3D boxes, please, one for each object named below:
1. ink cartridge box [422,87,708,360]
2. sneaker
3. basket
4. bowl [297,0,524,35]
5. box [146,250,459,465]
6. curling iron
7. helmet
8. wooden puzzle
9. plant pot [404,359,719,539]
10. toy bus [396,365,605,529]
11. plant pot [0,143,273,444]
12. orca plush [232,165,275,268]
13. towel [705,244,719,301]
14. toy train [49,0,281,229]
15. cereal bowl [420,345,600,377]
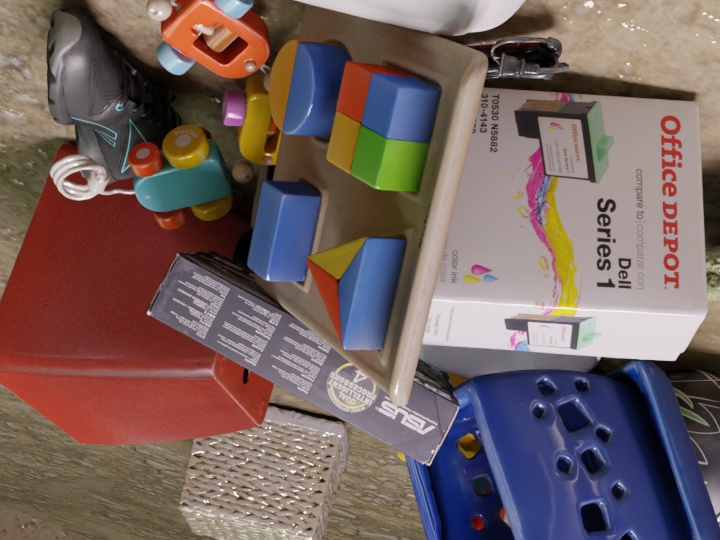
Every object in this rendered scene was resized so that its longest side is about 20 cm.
[{"bbox_3d":[0.105,-0.030,0.733,0.199,0.145,0.084,4,158,2],"label":"ink cartridge box"},{"bbox_3d":[-0.167,-0.121,0.829,0.079,0.076,0.200,-1,163,-1],"label":"sneaker"},{"bbox_3d":[-0.129,0.278,1.588,0.199,0.161,0.198,13,158,5],"label":"basket"},{"bbox_3d":[0.005,-0.187,0.558,0.199,0.075,0.200,15,156,0],"label":"bowl"},{"bbox_3d":[-0.032,0.051,0.800,0.200,0.049,0.161,28,180,-1],"label":"box"},{"bbox_3d":[0.034,-0.128,0.725,0.200,0.026,0.049,7,-171,39],"label":"curling iron"},{"bbox_3d":[0.307,0.184,1.093,0.200,0.200,0.191,-10,127,43],"label":"helmet"},{"bbox_3d":[-0.013,-0.048,0.658,0.046,0.186,0.200,2,-160,-29],"label":"wooden puzzle"},{"bbox_3d":[0.162,0.182,0.956,0.179,0.201,0.200,-11,163,-18],"label":"plant pot"},{"bbox_3d":[0.137,0.166,1.142,0.200,0.193,0.136,25,153,-28],"label":"toy bus"},{"bbox_3d":[-0.163,0.036,0.991,0.176,0.201,0.200,8,157,17],"label":"plant pot"},{"bbox_3d":[-0.042,0.001,0.914,0.071,0.201,0.105,27,-154,30],"label":"orca plush"},{"bbox_3d":[0.275,-0.009,0.785,0.148,0.037,0.200,-12,179,-39],"label":"towel"},{"bbox_3d":[-0.108,-0.110,0.774,0.150,0.056,0.200,23,132,-34],"label":"toy train"},{"bbox_3d":[0.099,0.016,0.956,0.199,0.084,0.200,11,157,5],"label":"cereal bowl"}]
